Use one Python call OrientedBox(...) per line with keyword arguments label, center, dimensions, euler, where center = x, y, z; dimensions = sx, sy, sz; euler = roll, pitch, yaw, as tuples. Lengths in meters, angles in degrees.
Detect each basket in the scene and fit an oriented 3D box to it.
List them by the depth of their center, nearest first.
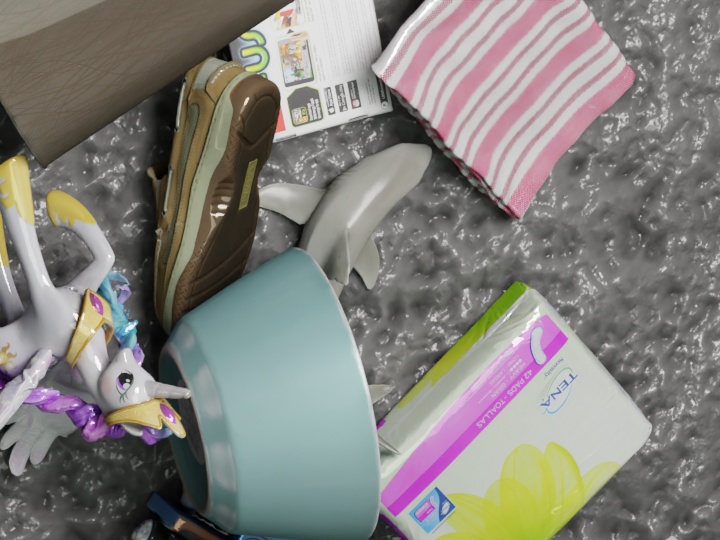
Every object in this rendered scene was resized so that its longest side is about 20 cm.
OrientedBox(label="basket", center=(-0.145, -0.179, 1.090), dimensions=(0.198, 0.137, 0.181), euler=(-28, 143, -3))

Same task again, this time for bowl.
OrientedBox(label="bowl", center=(-0.069, 0.095, 1.172), dimensions=(0.104, 0.201, 0.203), euler=(-14, 108, -18))

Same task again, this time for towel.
OrientedBox(label="towel", center=(0.106, -0.139, 1.233), dimensions=(0.147, 0.030, 0.200), euler=(-50, 136, -1))

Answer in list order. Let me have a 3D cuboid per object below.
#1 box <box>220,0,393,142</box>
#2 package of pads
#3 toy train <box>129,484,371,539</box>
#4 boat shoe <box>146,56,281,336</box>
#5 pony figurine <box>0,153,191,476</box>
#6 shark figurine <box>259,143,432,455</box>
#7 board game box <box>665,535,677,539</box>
OrientedBox(label="box", center=(-0.049, -0.195, 1.197), dimensions=(0.109, 0.035, 0.202), euler=(-15, 108, -15))
OrientedBox(label="package of pads", center=(0.105, 0.134, 1.318), dimensions=(0.200, 0.068, 0.155), euler=(-45, 113, -4))
OrientedBox(label="toy train", center=(-0.069, 0.213, 1.272), dimensions=(0.199, 0.087, 0.115), euler=(34, 82, -22))
OrientedBox(label="boat shoe", center=(-0.112, -0.051, 1.199), dimensions=(0.071, 0.076, 0.202), euler=(-21, 135, -57))
OrientedBox(label="pony figurine", center=(-0.215, 0.053, 1.135), dimensions=(0.192, 0.166, 0.201), euler=(-33, 86, 27))
OrientedBox(label="shark figurine", center=(-0.014, 0.017, 1.237), dimensions=(0.127, 0.089, 0.217), euler=(3, 101, -19))
OrientedBox(label="board game box", center=(0.207, 0.327, 1.423), dimensions=(0.199, 0.034, 0.135), euler=(-35, 112, -8))
